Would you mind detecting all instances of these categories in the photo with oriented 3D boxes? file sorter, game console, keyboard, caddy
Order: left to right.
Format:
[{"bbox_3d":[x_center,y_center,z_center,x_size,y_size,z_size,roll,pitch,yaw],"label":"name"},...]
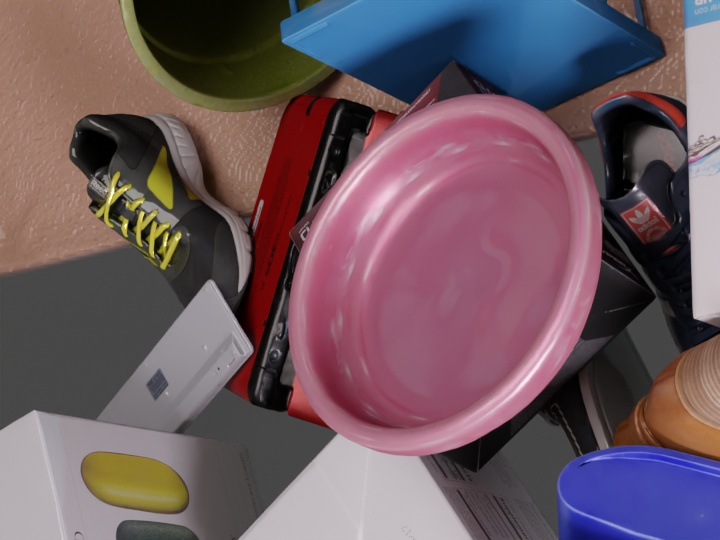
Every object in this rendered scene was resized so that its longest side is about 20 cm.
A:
[{"bbox_3d":[-0.130,0.082,1.476,0.200,0.011,0.057,-48,61,43],"label":"keyboard"},{"bbox_3d":[0.000,0.000,1.436,0.172,0.118,0.201,17,90,70],"label":"game console"},{"bbox_3d":[0.062,-0.183,1.316,0.138,0.200,0.123,-22,63,32],"label":"file sorter"},{"bbox_3d":[0.168,0.178,1.144,0.199,0.105,0.142,14,51,28],"label":"caddy"}]

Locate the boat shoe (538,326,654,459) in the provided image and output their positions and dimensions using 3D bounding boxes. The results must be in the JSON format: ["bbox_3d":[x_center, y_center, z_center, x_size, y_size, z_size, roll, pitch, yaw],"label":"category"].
[{"bbox_3d":[0.126,0.057,1.294,0.060,0.075,0.201,-34,49,30],"label":"boat shoe"}]

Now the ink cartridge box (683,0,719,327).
[{"bbox_3d":[0.266,-0.067,1.162,0.145,0.146,0.201,-9,74,35],"label":"ink cartridge box"}]

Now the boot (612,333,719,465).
[{"bbox_3d":[0.241,0.100,1.177,0.155,0.199,0.077,130,156,-59],"label":"boot"}]

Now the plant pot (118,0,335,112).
[{"bbox_3d":[-0.108,-0.232,1.485,0.190,0.199,0.201,39,104,50],"label":"plant pot"}]

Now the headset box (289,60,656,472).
[{"bbox_3d":[0.056,-0.010,1.285,0.149,0.077,0.200,-46,43,15],"label":"headset box"}]

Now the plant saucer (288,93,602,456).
[{"bbox_3d":[0.051,0.006,1.189,0.200,0.051,0.202,-21,55,34],"label":"plant saucer"}]

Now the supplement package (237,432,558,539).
[{"bbox_3d":[0.039,0.203,1.299,0.156,0.111,0.200,-47,56,20],"label":"supplement package"}]

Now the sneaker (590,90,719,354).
[{"bbox_3d":[0.178,-0.014,1.257,0.075,0.084,0.201,-34,61,27],"label":"sneaker"}]

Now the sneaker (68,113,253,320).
[{"bbox_3d":[-0.140,-0.034,1.494,0.075,0.084,0.200,-61,41,28],"label":"sneaker"}]

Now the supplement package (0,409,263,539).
[{"bbox_3d":[-0.170,0.196,1.407,0.150,0.199,0.153,-30,64,29],"label":"supplement package"}]
